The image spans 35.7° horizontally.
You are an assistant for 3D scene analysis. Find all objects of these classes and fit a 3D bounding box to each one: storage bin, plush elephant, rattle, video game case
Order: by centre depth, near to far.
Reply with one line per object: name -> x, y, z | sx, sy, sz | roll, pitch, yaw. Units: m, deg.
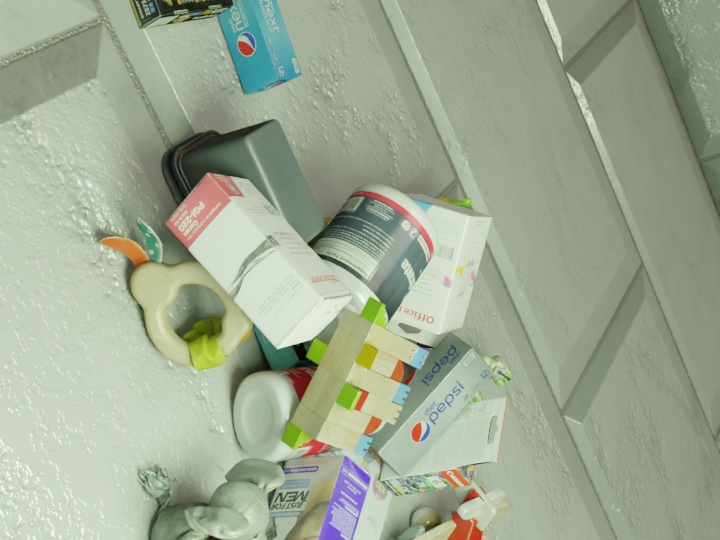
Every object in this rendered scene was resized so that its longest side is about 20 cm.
plush elephant -> -0.150, 0.297, 1.261 | 0.164, 0.153, 0.203 | -39, 109, -53
rattle -> -0.214, 0.016, 1.365 | 0.199, 0.131, 0.143 | 41, 28, 0
storage bin -> -0.136, -0.098, 1.459 | 0.145, 0.133, 0.203 | -41, 111, -52
video game case -> -0.017, 0.270, 1.575 | 0.201, 0.023, 0.184 | 52, 40, -29

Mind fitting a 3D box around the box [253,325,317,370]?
box -> -0.055, 0.097, 1.550 | 0.198, 0.049, 0.083 | 1, 56, -54

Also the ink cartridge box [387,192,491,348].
ink cartridge box -> 0.096, 0.000, 1.653 | 0.125, 0.127, 0.204 | -7, 113, -68

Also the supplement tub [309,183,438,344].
supplement tub -> 0.000, 0.000, 1.465 | 0.141, 0.139, 0.201 | 50, 63, -29

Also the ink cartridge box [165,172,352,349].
ink cartridge box -> -0.114, -0.012, 1.309 | 0.200, 0.085, 0.145 | 45, 11, 9

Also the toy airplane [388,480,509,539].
toy airplane -> 0.130, 0.382, 1.637 | 0.200, 0.140, 0.201 | -51, 138, -14

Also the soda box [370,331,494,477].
soda box -> 0.093, 0.188, 1.587 | 0.200, 0.068, 0.063 | -47, 122, -5

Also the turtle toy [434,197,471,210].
turtle toy -> 0.126, -0.027, 1.790 | 0.100, 0.202, 0.146 | 34, 9, 8

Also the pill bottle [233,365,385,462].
pill bottle -> -0.058, 0.181, 1.453 | 0.198, 0.111, 0.115 | -1, 77, -46

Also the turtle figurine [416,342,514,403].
turtle figurine -> 0.172, 0.196, 1.772 | 0.193, 0.198, 0.146 | 9, 104, -57

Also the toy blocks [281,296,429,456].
toy blocks -> 0.004, 0.143, 1.372 | 0.136, 0.099, 0.203 | 29, 88, -49

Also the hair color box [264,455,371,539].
hair color box -> -0.069, 0.333, 1.385 | 0.065, 0.108, 0.203 | 42, 52, -34

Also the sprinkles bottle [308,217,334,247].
sprinkles bottle -> -0.019, -0.044, 1.659 | 0.198, 0.067, 0.070 | 2, 75, -54

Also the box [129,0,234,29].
box -> -0.263, -0.434, 1.491 | 0.159, 0.049, 0.203 | -28, 100, -52

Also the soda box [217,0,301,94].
soda box -> -0.156, -0.360, 1.592 | 0.064, 0.067, 0.203 | -24, 97, -56

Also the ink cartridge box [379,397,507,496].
ink cartridge box -> 0.127, 0.251, 1.588 | 0.050, 0.197, 0.110 | 47, 43, -34
